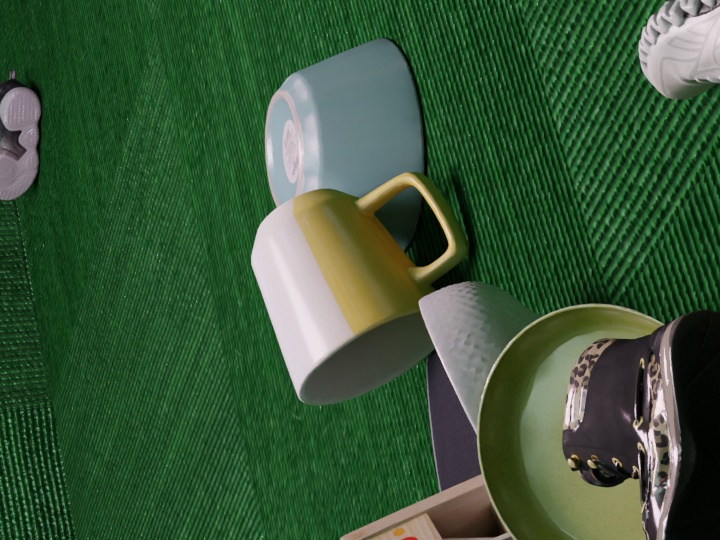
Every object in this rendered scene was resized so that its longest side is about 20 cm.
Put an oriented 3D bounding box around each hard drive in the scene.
[{"bbox_3d":[0.099,0.147,2.007,0.135,0.042,0.201,136,127,-67],"label":"hard drive"}]

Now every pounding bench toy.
[{"bbox_3d":[0.047,0.271,1.769,0.156,0.200,0.124,-122,10,-58],"label":"pounding bench toy"}]

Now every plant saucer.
[{"bbox_3d":[0.172,0.120,1.654,0.200,0.031,0.201,6,102,33],"label":"plant saucer"}]

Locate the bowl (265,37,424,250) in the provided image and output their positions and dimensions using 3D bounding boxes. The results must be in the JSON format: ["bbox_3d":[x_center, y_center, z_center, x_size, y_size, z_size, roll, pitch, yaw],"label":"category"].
[{"bbox_3d":[-0.023,-0.110,2.227,0.201,0.105,0.201,176,90,-73],"label":"bowl"}]

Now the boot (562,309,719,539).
[{"bbox_3d":[0.187,0.128,1.539,0.151,0.073,0.201,171,97,-68],"label":"boot"}]

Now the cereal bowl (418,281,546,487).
[{"bbox_3d":[0.123,0.093,1.804,0.200,0.083,0.200,63,-177,-6],"label":"cereal bowl"}]

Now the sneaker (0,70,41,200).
[{"bbox_3d":[-0.554,-0.219,3.885,0.114,0.075,0.201,-119,37,-54],"label":"sneaker"}]

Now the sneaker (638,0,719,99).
[{"bbox_3d":[0.232,-0.142,1.502,0.200,0.075,0.081,129,125,-65],"label":"sneaker"}]

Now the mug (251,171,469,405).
[{"bbox_3d":[-0.004,0.006,2.117,0.153,0.186,0.149,61,174,22],"label":"mug"}]
